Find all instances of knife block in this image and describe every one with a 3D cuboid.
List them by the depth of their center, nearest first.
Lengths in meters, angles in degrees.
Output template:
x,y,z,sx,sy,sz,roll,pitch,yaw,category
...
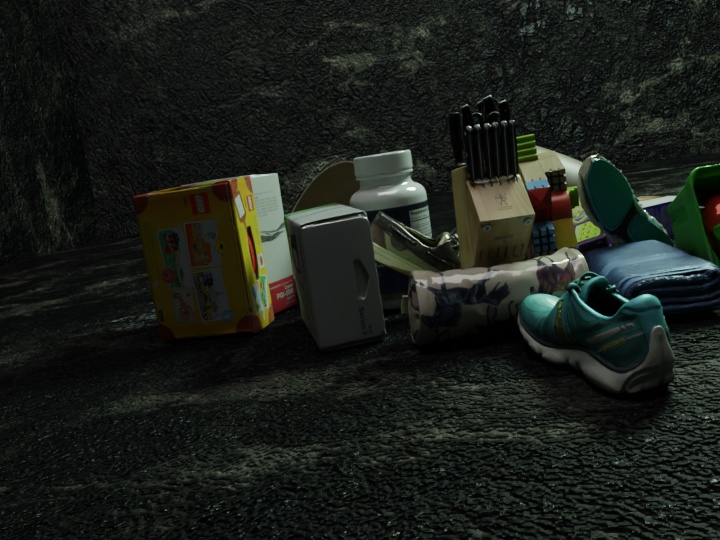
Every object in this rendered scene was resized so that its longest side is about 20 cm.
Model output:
x,y,z,sx,sy,sz,roll,pitch,yaw,category
0.143,-0.090,0.798,0.062,0.203,0.179,-7,50,-3,knife block

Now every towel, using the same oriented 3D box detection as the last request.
x,y,z,sx,sy,sz,roll,pitch,yaw,category
0.320,0.009,0.764,0.108,0.050,0.200,-8,10,7,towel

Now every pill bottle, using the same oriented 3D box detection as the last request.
x,y,z,sx,sy,sz,roll,pitch,yaw,category
0.043,-0.058,0.941,0.108,0.206,0.111,-8,9,1,pill bottle

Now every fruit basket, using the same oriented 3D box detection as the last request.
x,y,z,sx,sy,sz,roll,pitch,yaw,category
0.469,-0.053,0.742,0.209,0.160,0.216,-11,-8,-2,fruit basket

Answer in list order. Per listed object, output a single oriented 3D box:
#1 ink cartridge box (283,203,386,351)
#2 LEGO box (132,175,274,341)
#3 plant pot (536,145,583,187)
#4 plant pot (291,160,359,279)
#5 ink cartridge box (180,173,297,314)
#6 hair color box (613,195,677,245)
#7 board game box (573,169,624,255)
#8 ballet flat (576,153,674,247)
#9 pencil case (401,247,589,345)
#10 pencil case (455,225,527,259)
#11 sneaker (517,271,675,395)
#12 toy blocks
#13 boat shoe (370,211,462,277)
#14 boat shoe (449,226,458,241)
x,y,z,sx,sy,sz,roll,pitch,yaw,category
-0.037,0.000,0.848,0.085,0.150,0.200,-12,10,-11,ink cartridge box
-0.212,-0.016,0.935,0.145,0.206,0.077,-5,10,15,LEGO box
0.353,-0.133,1.242,0.195,0.193,0.186,10,16,21,plant pot
-0.012,-0.052,1.098,0.133,0.205,0.198,29,-17,-38,plant pot
-0.185,-0.037,1.035,0.143,0.206,0.082,-2,10,32,ink cartridge box
0.425,-0.075,1.111,0.195,0.067,0.109,-11,9,-22,hair color box
0.326,-0.074,1.015,0.118,0.033,0.201,-16,26,37,board game box
0.325,-0.068,0.873,0.071,0.199,0.073,-37,27,23,ballet flat
0.141,0.028,0.732,0.194,0.080,0.089,-9,-3,0,pencil case
0.214,-0.056,1.014,0.084,0.094,0.199,29,-13,-14,pencil case
0.201,0.041,0.593,0.075,0.082,0.200,-11,9,-13,sneaker
0.228,-0.048,0.828,0.097,0.205,0.137,-8,24,10,toy blocks
0.099,-0.016,0.855,0.195,0.066,0.073,20,14,-4,boat shoe
0.146,-0.031,0.912,0.059,0.076,0.200,-12,-17,-17,boat shoe
